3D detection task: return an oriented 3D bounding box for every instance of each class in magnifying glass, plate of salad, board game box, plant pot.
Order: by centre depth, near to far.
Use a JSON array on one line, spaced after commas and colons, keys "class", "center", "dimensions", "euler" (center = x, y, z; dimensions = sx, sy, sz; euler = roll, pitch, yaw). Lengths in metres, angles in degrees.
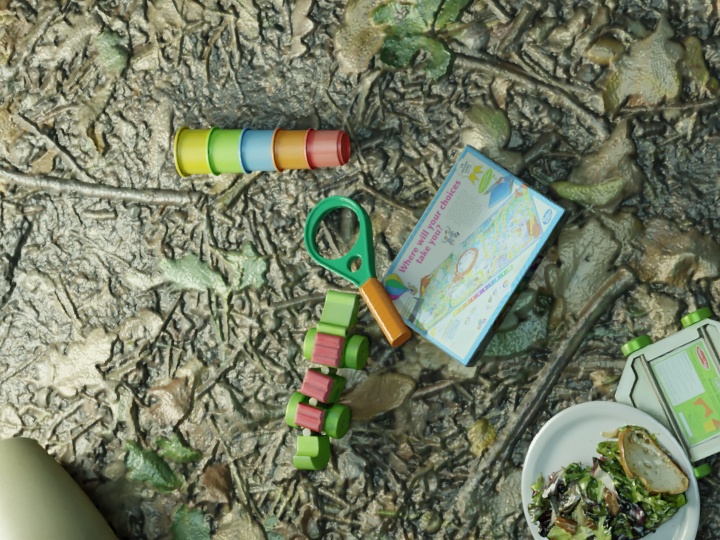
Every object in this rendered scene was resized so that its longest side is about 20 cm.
[{"class": "plate of salad", "center": [0.251, 0.236, 1.664], "dimensions": [0.199, 0.048, 0.202], "euler": [4, 98, 31]}, {"class": "board game box", "center": [0.119, -0.016, 1.752], "dimensions": [0.134, 0.034, 0.201], "euler": [35, 99, 18]}, {"class": "magnifying glass", "center": [0.000, 0.000, 1.774], "dimensions": [0.079, 0.022, 0.201], "euler": [-40, 56, 14]}, {"class": "plant pot", "center": [-0.377, 0.298, 1.852], "dimensions": [0.187, 0.187, 0.201], "euler": [-37, 61, 14]}]

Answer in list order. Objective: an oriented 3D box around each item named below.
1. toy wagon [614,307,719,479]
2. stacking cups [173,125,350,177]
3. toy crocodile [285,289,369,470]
[{"class": "toy wagon", "center": [0.364, 0.118, 1.653], "dimensions": [0.199, 0.040, 0.156], "euler": [-27, 79, 16]}, {"class": "stacking cups", "center": [-0.109, -0.136, 1.838], "dimensions": [0.198, 0.060, 0.061], "euler": [0, 87, 15]}, {"class": "toy crocodile", "center": [-0.040, 0.121, 1.787], "dimensions": [0.067, 0.062, 0.202], "euler": [15, 91, 20]}]
